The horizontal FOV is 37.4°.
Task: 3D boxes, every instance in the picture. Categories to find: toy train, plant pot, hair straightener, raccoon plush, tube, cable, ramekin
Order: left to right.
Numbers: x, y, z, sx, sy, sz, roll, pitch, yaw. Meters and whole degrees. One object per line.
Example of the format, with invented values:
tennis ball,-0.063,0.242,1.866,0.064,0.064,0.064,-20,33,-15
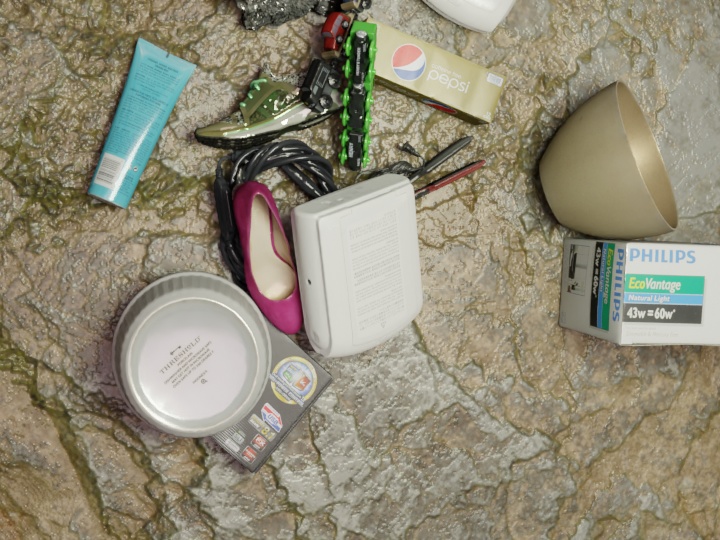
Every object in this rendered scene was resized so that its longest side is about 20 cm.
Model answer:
tube,-0.275,-0.177,1.306,0.076,0.050,0.203,23,85,-16
ramekin,-0.200,0.106,1.270,0.198,0.094,0.206,-1,94,-11
cable,-0.101,-0.061,1.351,0.161,0.051,0.204,-13,100,-18
raccoon plush,-0.078,-0.357,1.283,0.197,0.134,0.099,-14,96,-9
toy train,-0.027,-0.289,1.295,0.045,0.034,0.203,28,78,-33
toy train,-0.001,-0.212,1.303,0.041,0.057,0.202,9,135,5
hair straightener,0.062,-0.128,1.382,0.198,0.041,0.078,-27,98,-3
plant pot,0.308,-0.123,1.366,0.133,0.200,0.203,-22,100,25

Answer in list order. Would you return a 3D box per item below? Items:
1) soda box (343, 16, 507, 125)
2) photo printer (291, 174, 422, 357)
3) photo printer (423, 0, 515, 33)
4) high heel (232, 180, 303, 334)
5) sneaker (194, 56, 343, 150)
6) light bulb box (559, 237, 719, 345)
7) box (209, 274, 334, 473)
soda box,0.081,-0.252,1.357,0.197,0.068,0.065,21,90,-12
photo printer,0.000,0.000,1.312,0.165,0.069,0.203,-23,118,-34
photo printer,0.149,-0.418,1.357,0.165,0.069,0.202,31,88,-12
high heel,-0.105,-0.011,1.278,0.066,0.096,0.203,-16,103,-14
sneaker,-0.119,-0.210,1.327,0.197,0.077,0.090,-20,88,-16
light bulb box,0.384,0.025,1.369,0.194,0.200,0.127,2,94,-11
box,-0.157,0.131,1.350,0.200,0.044,0.161,43,86,-11
